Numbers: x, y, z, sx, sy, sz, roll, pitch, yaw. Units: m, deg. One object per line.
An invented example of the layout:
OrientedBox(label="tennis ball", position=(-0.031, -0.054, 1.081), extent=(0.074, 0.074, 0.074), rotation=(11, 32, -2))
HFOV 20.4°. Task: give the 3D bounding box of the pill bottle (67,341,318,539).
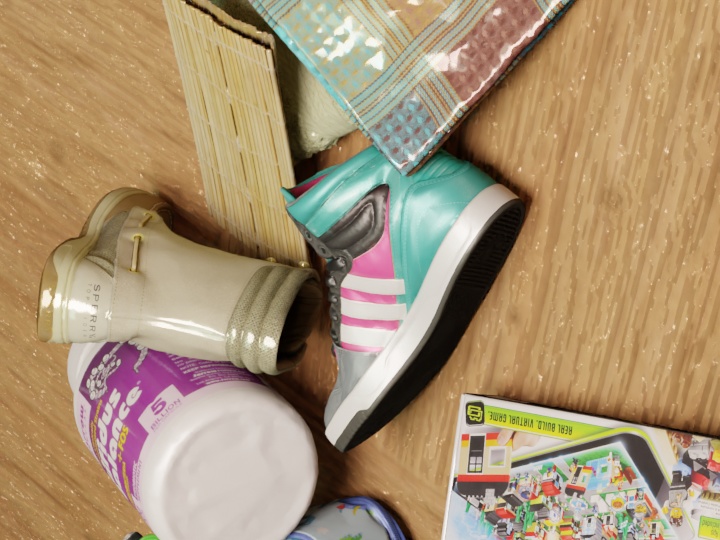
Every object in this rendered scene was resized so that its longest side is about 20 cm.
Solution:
OrientedBox(label="pill bottle", position=(-0.114, 0.092, 1.241), extent=(0.200, 0.111, 0.113), rotation=(37, 135, 57))

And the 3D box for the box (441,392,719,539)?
OrientedBox(label="box", position=(0.130, 0.133, 1.057), extent=(0.199, 0.035, 0.111), rotation=(7, 88, 45))

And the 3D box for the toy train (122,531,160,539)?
OrientedBox(label="toy train", position=(-0.078, 0.237, 1.192), extent=(0.200, 0.056, 0.042), rotation=(43, 165, 6))

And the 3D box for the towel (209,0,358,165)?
OrientedBox(label="towel", position=(-0.045, -0.165, 1.134), extent=(0.148, 0.036, 0.202), rotation=(-18, 94, 50))

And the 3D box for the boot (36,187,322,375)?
OrientedBox(label="boot", position=(-0.098, 0.007, 1.210), extent=(0.153, 0.200, 0.073), rotation=(9, 107, 6))

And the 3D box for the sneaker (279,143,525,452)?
OrientedBox(label="sneaker", position=(0.000, 0.000, 1.124), extent=(0.121, 0.083, 0.201), rotation=(42, 126, 18))

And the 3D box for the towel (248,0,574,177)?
OrientedBox(label="towel", position=(0.006, -0.169, 1.047), extent=(0.147, 0.022, 0.200), rotation=(-46, 74, 24))

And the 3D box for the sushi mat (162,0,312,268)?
OrientedBox(label="sushi mat", position=(-0.070, -0.078, 1.166), extent=(0.095, 0.012, 0.201), rotation=(34, 151, 30))

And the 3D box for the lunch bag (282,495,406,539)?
OrientedBox(label="lunch bag", position=(-0.035, 0.237, 1.273), extent=(0.199, 0.082, 0.162), rotation=(-25, 89, 48))
